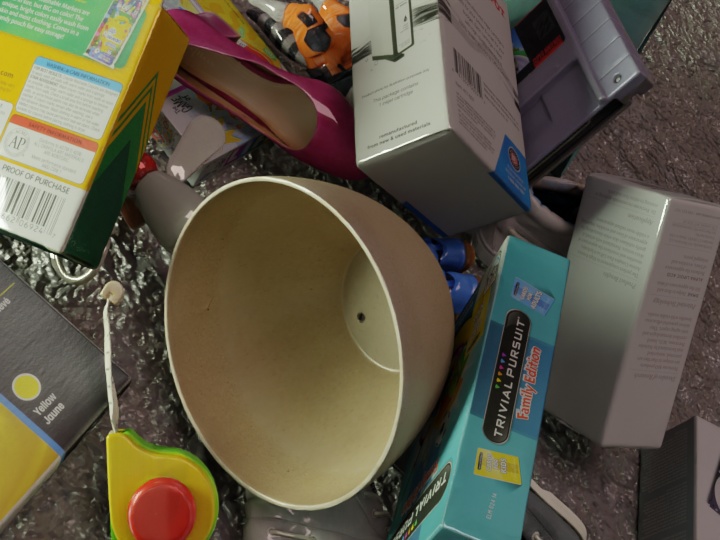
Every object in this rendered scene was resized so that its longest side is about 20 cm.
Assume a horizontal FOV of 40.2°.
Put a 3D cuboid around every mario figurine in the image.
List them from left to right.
[{"bbox_3d":[0.000,0.000,0.791,0.197,0.123,0.108,15,98,-32],"label":"mario figurine"}]

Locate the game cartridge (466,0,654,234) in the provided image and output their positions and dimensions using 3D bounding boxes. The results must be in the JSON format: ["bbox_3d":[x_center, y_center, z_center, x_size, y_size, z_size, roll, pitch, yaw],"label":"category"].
[{"bbox_3d":[0.138,-0.140,0.823,0.038,0.199,0.132,16,44,-42],"label":"game cartridge"}]

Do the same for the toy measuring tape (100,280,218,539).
[{"bbox_3d":[-0.124,0.108,0.615,0.072,0.073,0.205,-2,86,-31],"label":"toy measuring tape"}]

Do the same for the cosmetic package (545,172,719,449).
[{"bbox_3d":[0.216,0.032,0.802,0.073,0.101,0.204,6,103,-28],"label":"cosmetic package"}]

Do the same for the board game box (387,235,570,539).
[{"bbox_3d":[0.068,0.103,0.616,0.046,0.152,0.202,21,52,-2],"label":"board game box"}]

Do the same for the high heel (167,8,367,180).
[{"bbox_3d":[-0.079,-0.130,0.751,0.200,0.068,0.096,45,31,5],"label":"high heel"}]

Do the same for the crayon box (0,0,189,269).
[{"bbox_3d":[-0.198,-0.118,0.651,0.123,0.052,0.204,19,83,16],"label":"crayon box"}]

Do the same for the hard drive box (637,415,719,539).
[{"bbox_3d":[0.311,0.250,0.814,0.154,0.077,0.203,25,53,-15],"label":"hard drive box"}]

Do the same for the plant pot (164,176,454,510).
[{"bbox_3d":[-0.014,0.036,0.644,0.133,0.200,0.203,-13,69,-51],"label":"plant pot"}]

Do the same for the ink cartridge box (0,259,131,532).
[{"bbox_3d":[-0.272,0.071,0.588,0.200,0.047,0.198,42,51,-6],"label":"ink cartridge box"}]

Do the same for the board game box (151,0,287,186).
[{"bbox_3d":[-0.149,-0.182,0.818,0.201,0.034,0.134,50,50,4],"label":"board game box"}]

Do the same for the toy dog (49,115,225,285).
[{"bbox_3d":[-0.165,-0.087,0.717,0.096,0.130,0.204,24,45,-68],"label":"toy dog"}]

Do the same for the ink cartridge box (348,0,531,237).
[{"bbox_3d":[0.061,-0.152,0.768,0.145,0.083,0.204,33,48,-51],"label":"ink cartridge box"}]

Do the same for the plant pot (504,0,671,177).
[{"bbox_3d":[0.179,-0.218,0.942,0.160,0.202,0.201,34,49,9],"label":"plant pot"}]

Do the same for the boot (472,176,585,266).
[{"bbox_3d":[0.204,-0.017,0.884,0.197,0.096,0.075,20,54,-20],"label":"boot"}]

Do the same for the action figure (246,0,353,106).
[{"bbox_3d":[-0.010,-0.177,0.883,0.196,0.104,0.200,60,20,1],"label":"action figure"}]

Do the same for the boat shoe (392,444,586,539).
[{"bbox_3d":[0.087,0.173,0.727,0.199,0.073,0.062,38,46,-13],"label":"boat shoe"}]

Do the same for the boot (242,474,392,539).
[{"bbox_3d":[0.013,0.184,0.672,0.196,0.073,0.098,10,65,-25],"label":"boot"}]
